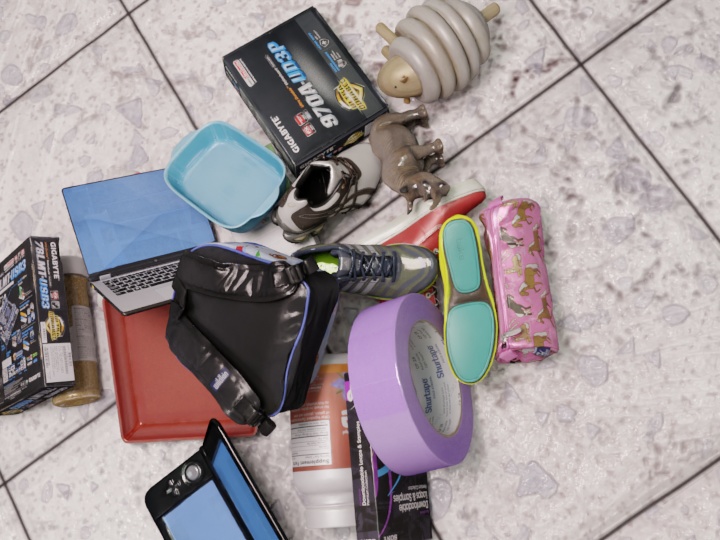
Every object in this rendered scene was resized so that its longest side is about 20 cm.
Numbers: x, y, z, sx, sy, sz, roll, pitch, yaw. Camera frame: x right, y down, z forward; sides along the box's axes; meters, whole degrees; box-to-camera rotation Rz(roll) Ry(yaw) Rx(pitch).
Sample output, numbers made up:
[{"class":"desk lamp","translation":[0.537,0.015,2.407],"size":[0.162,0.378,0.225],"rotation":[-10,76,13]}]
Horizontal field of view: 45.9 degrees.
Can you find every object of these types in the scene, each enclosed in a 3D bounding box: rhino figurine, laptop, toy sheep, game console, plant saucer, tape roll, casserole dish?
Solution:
[{"class":"rhino figurine","translation":[0.065,-0.140,1.099],"size":[0.086,0.060,0.202],"rotation":[-18,46,0]},{"class":"laptop","translation":[-0.261,-0.047,1.102],"size":[0.199,0.184,0.119],"rotation":[26,125,51]},{"class":"toy sheep","translation":[0.105,-0.299,1.131],"size":[0.199,0.138,0.139],"rotation":[-39,73,-5]},{"class":"game console","translation":[-0.182,0.319,1.068],"size":[0.175,0.116,0.202],"rotation":[-36,73,3]},{"class":"plant saucer","translation":[-0.237,0.123,1.138],"size":[0.195,0.037,0.205],"rotation":[-5,95,11]},{"class":"tape roll","translation":[0.063,0.133,1.003],"size":[0.065,0.199,0.205],"rotation":[-18,74,26]},{"class":"casserole dish","translation":[-0.175,-0.120,1.126],"size":[0.199,0.039,0.122],"rotation":[35,77,32]}]

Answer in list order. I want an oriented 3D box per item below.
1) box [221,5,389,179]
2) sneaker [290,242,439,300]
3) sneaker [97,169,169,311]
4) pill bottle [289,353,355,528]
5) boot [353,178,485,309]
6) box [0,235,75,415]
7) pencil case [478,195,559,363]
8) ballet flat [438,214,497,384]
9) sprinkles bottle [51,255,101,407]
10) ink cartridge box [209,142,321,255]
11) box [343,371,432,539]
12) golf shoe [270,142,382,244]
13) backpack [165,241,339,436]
[{"class":"box","translation":[-0.076,-0.250,1.183],"size":[0.157,0.046,0.202],"rotation":[-31,73,-11]},{"class":"sneaker","translation":[0.000,0.000,1.054],"size":[0.195,0.081,0.076],"rotation":[-3,85,10]},{"class":"sneaker","translation":[-0.298,-0.035,1.192],"size":[0.102,0.075,0.205],"rotation":[7,83,12]},{"class":"pill bottle","translation":[-0.032,0.211,1.059],"size":[0.109,0.112,0.205],"rotation":[-7,77,11]},{"class":"boot","translation":[0.099,-0.014,1.102],"size":[0.198,0.072,0.146],"rotation":[-33,74,12]},{"class":"box","translation":[-0.460,0.080,1.165],"size":[0.198,0.049,0.203],"rotation":[-26,69,43]},{"class":"pencil case","translation":[0.196,0.012,1.062],"size":[0.081,0.087,0.205],"rotation":[-5,77,5]},{"class":"ballet flat","translation":[0.131,0.034,1.045],"size":[0.065,0.067,0.205],"rotation":[-6,89,6]},{"class":"sprinkles bottle","translation":[-0.408,0.084,1.193],"size":[0.067,0.068,0.205],"rotation":[-14,76,9]},{"class":"ink cartridge box","translation":[-0.120,-0.057,1.163],"size":[0.102,0.059,0.203],"rotation":[-26,74,5]},{"class":"box","translation":[0.036,0.227,1.024],"size":[0.035,0.142,0.205],"rotation":[-10,76,28]},{"class":"golf shoe","translation":[-0.029,-0.116,1.110],"size":[0.078,0.095,0.200],"rotation":[41,58,7]},{"class":"backpack","translation":[-0.126,0.053,0.985],"size":[0.187,0.153,0.204],"rotation":[22,98,21]}]
